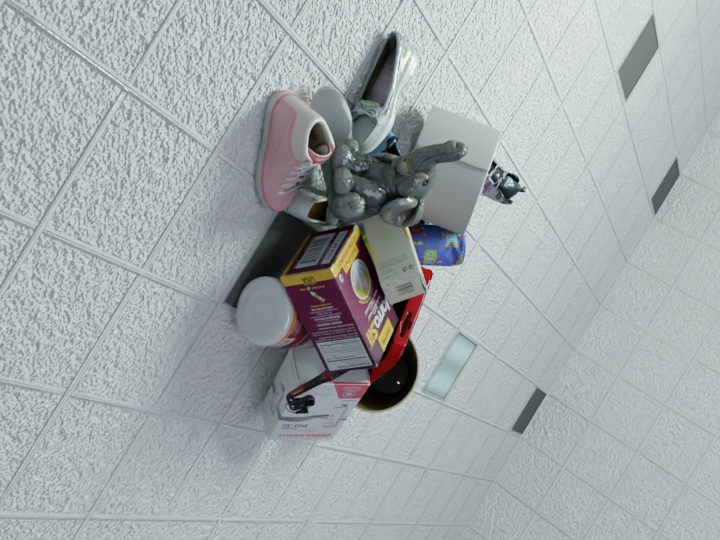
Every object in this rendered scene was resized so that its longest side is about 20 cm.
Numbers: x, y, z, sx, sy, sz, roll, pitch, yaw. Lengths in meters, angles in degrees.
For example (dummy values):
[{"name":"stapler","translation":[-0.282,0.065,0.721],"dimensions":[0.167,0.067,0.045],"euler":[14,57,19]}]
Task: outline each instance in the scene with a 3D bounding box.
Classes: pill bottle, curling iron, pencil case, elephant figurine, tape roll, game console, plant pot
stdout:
[{"name":"pill bottle","translation":[-0.114,0.076,1.458],"dimensions":[0.199,0.113,0.115],"euler":[11,108,-60]},{"name":"curling iron","translation":[-0.046,0.184,1.446],"dimensions":[0.199,0.026,0.050],"euler":[-36,123,8]},{"name":"pencil case","translation":[0.104,-0.043,1.614],"dimensions":[0.196,0.078,0.088],"euler":[-3,121,-6]},{"name":"elephant figurine","translation":[0.052,-0.133,1.302],"dimensions":[0.196,0.155,0.144],"euler":[-3,103,-11]},{"name":"tape roll","translation":[0.161,-0.183,1.547],"dimensions":[0.203,0.137,0.206],"euler":[21,90,-85]},{"name":"game console","translation":[0.069,0.101,1.542],"dimensions":[0.177,0.031,0.202],"euler":[121,-7,-63]},{"name":"plant pot","translation":[0.046,0.214,1.802],"dimensions":[0.188,0.185,0.200],"euler":[-55,165,-4]}]

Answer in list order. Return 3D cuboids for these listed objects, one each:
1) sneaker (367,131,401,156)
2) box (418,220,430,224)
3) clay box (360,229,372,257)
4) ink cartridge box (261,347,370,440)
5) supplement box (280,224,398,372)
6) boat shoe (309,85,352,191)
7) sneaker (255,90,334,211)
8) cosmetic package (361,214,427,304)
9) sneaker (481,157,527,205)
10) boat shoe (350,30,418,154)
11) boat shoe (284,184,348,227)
[{"name":"sneaker","translation":[0.036,-0.172,1.483],"dimensions":[0.078,0.089,0.202],"euler":[-43,148,-25]},{"name":"box","translation":[0.151,-0.130,1.723],"dimensions":[0.199,0.070,0.065],"euler":[-18,132,-50]},{"name":"clay box","translation":[0.000,0.000,1.555],"dimensions":[0.048,0.113,0.203],"euler":[-96,-173,-55]},{"name":"ink cartridge box","translation":[-0.087,0.233,1.570],"dimensions":[0.144,0.084,0.201],"euler":[4,139,-25]},{"name":"supplement box","translation":[-0.031,0.048,1.393],"dimensions":[0.202,0.102,0.132],"euler":[65,31,-28]},{"name":"boat shoe","translation":[-0.046,-0.208,1.348],"dimensions":[0.069,0.064,0.202],"euler":[-9,128,-2]},{"name":"sneaker","translation":[-0.098,-0.160,1.271],"dimensions":[0.075,0.104,0.203],"euler":[-31,142,-42]},{"name":"cosmetic package","translation":[0.048,-0.059,1.414],"dimensions":[0.070,0.203,0.105],"euler":[-18,157,5]},{"name":"sneaker","translation":[0.295,-0.207,1.803],"dimensions":[0.078,0.139,0.200],"euler":[-53,151,-8]},{"name":"boat shoe","translation":[0.028,-0.291,1.382],"dimensions":[0.065,0.074,0.204],"euler":[29,88,-55]},{"name":"boat shoe","translation":[-0.043,-0.102,1.428],"dimensions":[0.201,0.086,0.075],"euler":[7,112,-59]}]
